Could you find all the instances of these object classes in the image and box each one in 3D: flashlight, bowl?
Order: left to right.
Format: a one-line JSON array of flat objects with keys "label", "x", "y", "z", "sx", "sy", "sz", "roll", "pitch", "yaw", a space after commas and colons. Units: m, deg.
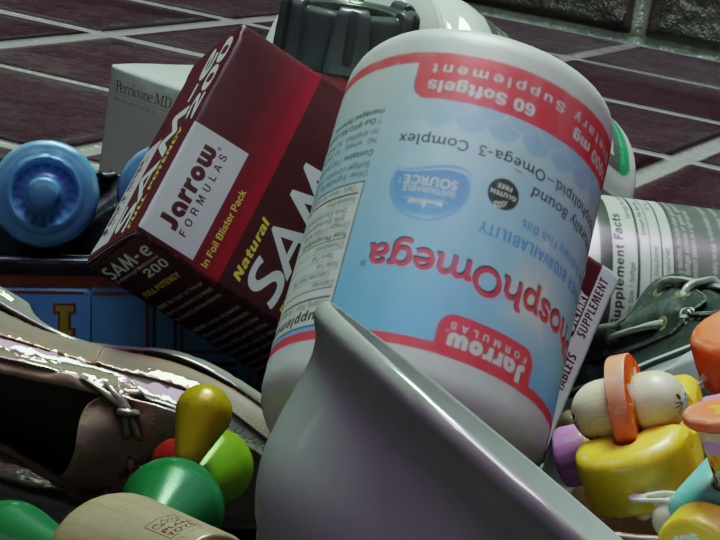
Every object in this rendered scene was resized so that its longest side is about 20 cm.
[{"label": "flashlight", "x": -0.018, "y": -0.025, "z": 0.963, "sx": 0.068, "sy": 0.200, "sz": 0.068, "roll": 7, "pitch": 13, "yaw": -9}, {"label": "bowl", "x": 0.038, "y": 0.106, "z": 0.606, "sx": 0.201, "sy": 0.090, "sz": 0.201, "roll": 40, "pitch": 1, "yaw": -1}]

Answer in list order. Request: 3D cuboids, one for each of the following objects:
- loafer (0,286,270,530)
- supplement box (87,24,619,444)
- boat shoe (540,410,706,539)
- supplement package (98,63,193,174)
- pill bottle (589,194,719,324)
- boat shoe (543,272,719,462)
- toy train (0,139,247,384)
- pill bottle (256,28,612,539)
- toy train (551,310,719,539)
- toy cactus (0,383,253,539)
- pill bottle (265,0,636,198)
[{"label": "loafer", "x": -0.116, "y": 0.059, "z": 0.820, "sx": 0.200, "sy": 0.072, "sz": 0.063, "roll": 23, "pitch": 30, "yaw": 8}, {"label": "supplement box", "x": 0.000, "y": 0.000, "z": 0.886, "sx": 0.200, "sy": 0.109, "sz": 0.061, "roll": 32, "pitch": -25, "yaw": -16}, {"label": "boat shoe", "x": 0.171, "y": 0.093, "z": 0.861, "sx": 0.200, "sy": 0.076, "sz": 0.072, "roll": 7, "pitch": 13, "yaw": -11}, {"label": "supplement package", "x": -0.035, "y": -0.050, "z": 1.258, "sx": 0.200, "sy": 0.111, "sz": 0.156, "roll": 20, "pitch": 17, "yaw": 40}, {"label": "pill bottle", "x": 0.137, "y": 0.022, "z": 1.058, "sx": 0.200, "sy": 0.116, "sz": 0.116, "roll": 7, "pitch": 13, "yaw": -9}, {"label": "boat shoe", "x": 0.137, "y": 0.034, "z": 0.911, "sx": 0.072, "sy": 0.071, "sz": 0.200, "roll": 14, "pitch": -23, "yaw": -35}, {"label": "toy train", "x": -0.136, "y": 0.002, "z": 0.925, "sx": 0.200, "sy": 0.114, "sz": 0.087, "roll": 0, "pitch": -1, "yaw": -4}, {"label": "pill bottle", "x": 0.025, "y": 0.019, "z": 0.791, "sx": 0.109, "sy": 0.200, "sz": 0.109, "roll": 12, "pitch": -24, "yaw": 5}, {"label": "toy train", "x": 0.143, "y": 0.040, "z": 0.725, "sx": 0.150, "sy": 0.056, "sz": 0.200, "roll": -23, "pitch": 18, "yaw": -6}, {"label": "toy cactus", "x": -0.093, "y": 0.080, "z": 0.652, "sx": 0.200, "sy": 0.102, "sz": 0.165, "roll": -3, "pitch": 2, "yaw": -42}, {"label": "pill bottle", "x": 0.047, "y": -0.076, "z": 1.103, "sx": 0.113, "sy": 0.113, "sz": 0.200, "roll": 23, "pitch": -6, "yaw": 47}]
